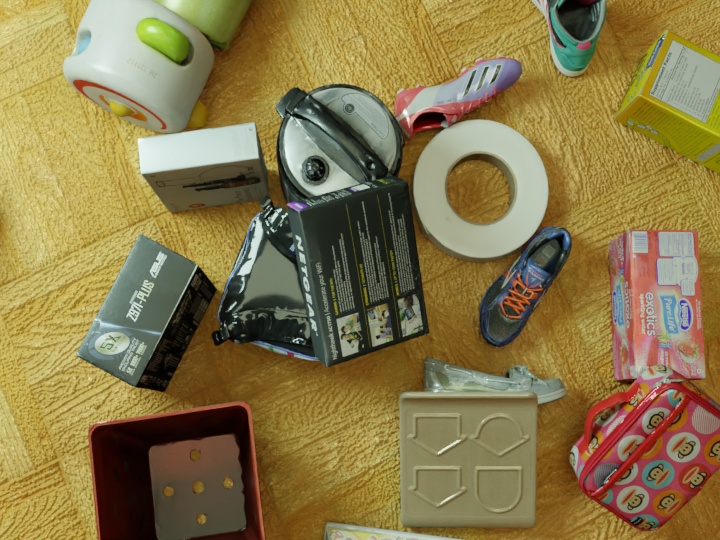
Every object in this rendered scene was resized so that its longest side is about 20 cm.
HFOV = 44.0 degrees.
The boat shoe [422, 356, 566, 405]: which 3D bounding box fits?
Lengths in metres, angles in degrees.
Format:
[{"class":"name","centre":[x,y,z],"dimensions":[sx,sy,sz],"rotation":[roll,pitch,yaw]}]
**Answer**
[{"class":"boat shoe","centre":[0.184,0.153,1.224],"dimensions":[0.197,0.074,0.066],"rotation":[1,85,5]}]

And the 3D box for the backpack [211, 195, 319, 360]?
[{"class":"backpack","centre":[-0.079,0.031,1.192],"dimensions":[0.187,0.154,0.204],"rotation":[23,91,1]}]

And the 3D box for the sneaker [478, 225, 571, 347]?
[{"class":"sneaker","centre":[0.230,0.015,1.243],"dimensions":[0.075,0.078,0.202],"rotation":[31,81,4]}]

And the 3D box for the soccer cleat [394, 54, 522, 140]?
[{"class":"soccer cleat","centre":[0.144,-0.246,1.282],"dimensions":[0.196,0.067,0.078],"rotation":[-17,62,0]}]

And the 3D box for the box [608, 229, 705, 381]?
[{"class":"box","centre":[0.409,0.051,1.236],"dimensions":[0.100,0.095,0.205],"rotation":[0,81,-2]}]

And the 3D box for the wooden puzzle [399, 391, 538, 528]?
[{"class":"wooden puzzle","centre":[0.144,0.250,1.193],"dimensions":[0.181,0.046,0.205],"rotation":[0,106,5]}]

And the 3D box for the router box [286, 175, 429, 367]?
[{"class":"router box","centre":[0.000,0.000,1.103],"dimensions":[0.146,0.051,0.204],"rotation":[-16,108,-20]}]

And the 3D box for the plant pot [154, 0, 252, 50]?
[{"class":"plant pot","centre":[-0.215,-0.422,1.250],"dimensions":[0.197,0.200,0.188],"rotation":[21,92,1]}]

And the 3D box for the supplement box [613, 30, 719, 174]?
[{"class":"supplement box","centre":[0.486,-0.234,1.277],"dimensions":[0.197,0.110,0.110],"rotation":[28,81,1]}]

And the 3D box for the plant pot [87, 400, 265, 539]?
[{"class":"plant pot","centre":[-0.219,0.281,1.134],"dimensions":[0.195,0.176,0.205],"rotation":[-7,82,-4]}]

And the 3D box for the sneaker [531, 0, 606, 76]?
[{"class":"sneaker","centre":[0.295,-0.396,1.288],"dimensions":[0.082,0.121,0.204],"rotation":[-17,82,-5]}]

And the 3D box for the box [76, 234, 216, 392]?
[{"class":"box","centre":[-0.269,0.062,1.153],"dimensions":[0.085,0.200,0.166],"rotation":[26,81,2]}]

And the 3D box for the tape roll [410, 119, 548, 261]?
[{"class":"tape roll","centre":[0.170,-0.114,1.282],"dimensions":[0.198,0.037,0.208],"rotation":[0,82,-2]}]

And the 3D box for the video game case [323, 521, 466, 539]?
[{"class":"video game case","centre":[0.039,0.440,1.175],"dimensions":[0.195,0.023,0.186],"rotation":[5,74,7]}]

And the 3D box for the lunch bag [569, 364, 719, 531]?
[{"class":"lunch bag","centre":[0.376,0.227,1.173],"dimensions":[0.175,0.082,0.201],"rotation":[34,107,-13]}]

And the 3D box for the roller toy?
[{"class":"roller toy","centre":[-0.302,-0.275,1.216],"dimensions":[0.179,0.200,0.142],"rotation":[20,81,14]}]

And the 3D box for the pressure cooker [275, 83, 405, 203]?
[{"class":"pressure cooker","centre":[-0.027,-0.149,1.197],"dimensions":[0.172,0.200,0.183],"rotation":[0,80,-2]}]

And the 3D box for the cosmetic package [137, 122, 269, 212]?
[{"class":"cosmetic package","centre":[-0.202,-0.132,1.187],"dimensions":[0.147,0.200,0.053],"rotation":[-6,80,-3]}]
